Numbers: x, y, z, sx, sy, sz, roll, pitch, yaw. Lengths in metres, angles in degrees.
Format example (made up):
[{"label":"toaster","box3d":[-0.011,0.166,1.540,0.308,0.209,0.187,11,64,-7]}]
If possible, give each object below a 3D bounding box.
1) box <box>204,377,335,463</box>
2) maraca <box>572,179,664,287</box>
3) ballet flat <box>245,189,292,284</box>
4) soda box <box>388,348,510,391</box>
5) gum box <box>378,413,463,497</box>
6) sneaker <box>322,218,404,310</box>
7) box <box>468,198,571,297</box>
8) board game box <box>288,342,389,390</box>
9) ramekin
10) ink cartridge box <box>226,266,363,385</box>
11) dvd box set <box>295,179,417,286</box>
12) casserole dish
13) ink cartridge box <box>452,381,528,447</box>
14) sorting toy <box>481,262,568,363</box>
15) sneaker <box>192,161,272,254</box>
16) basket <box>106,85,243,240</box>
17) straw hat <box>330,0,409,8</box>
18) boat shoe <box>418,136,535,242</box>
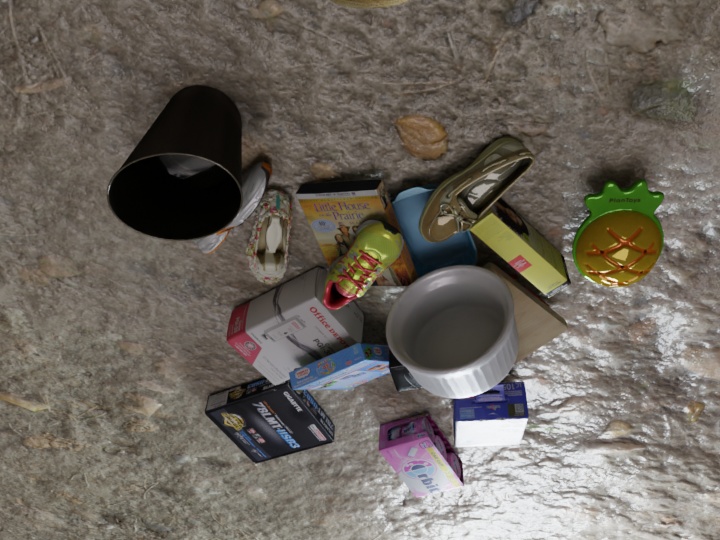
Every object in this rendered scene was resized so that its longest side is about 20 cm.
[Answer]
[{"label":"box","box3d":[-0.182,0.305,1.518,0.197,0.050,0.200,-18,128,18]},{"label":"maraca","box3d":[0.398,-0.055,1.141,0.136,0.107,0.201,-3,130,6]},{"label":"ballet flat","box3d":[-0.149,-0.040,1.206,0.075,0.064,0.201,-1,132,-10]},{"label":"soda box","box3d":[0.150,0.147,1.259,0.199,0.071,0.064,-11,128,13]},{"label":"gum box","box3d":[0.127,0.389,1.561,0.113,0.066,0.200,-20,127,20]},{"label":"sneaker","box3d":[0.000,0.000,1.146,0.078,0.091,0.200,32,138,-7]},{"label":"box","box3d":[0.253,-0.043,1.181,0.200,0.076,0.050,37,123,-27]},{"label":"board game box","box3d":[-0.013,0.176,1.336,0.151,0.037,0.200,-25,160,22]},{"label":"ramekin","box3d":[0.147,0.098,1.140,0.199,0.201,0.098,-15,135,15]},{"label":"ink cartridge box","box3d":[-0.114,0.102,1.315,0.199,0.083,0.147,-26,125,23]},{"label":"dvd box set","box3d":[-0.003,-0.055,1.183,0.145,0.029,0.201,1,134,27]},{"label":"casserole dish","box3d":[0.114,-0.063,1.193,0.120,0.039,0.200,-17,128,17]},{"label":"ink cartridge box","box3d":[0.245,0.272,1.410,0.135,0.077,0.200,-4,152,5]},{"label":"sorting toy","box3d":[0.217,0.080,1.291,0.198,0.070,0.200,35,124,-24]},{"label":"sneaker","box3d":[-0.219,-0.109,1.149,0.092,0.076,0.200,37,122,-21]},{"label":"basket","box3d":[-0.233,-0.157,1.021,0.179,0.201,0.137,-8,131,10]},{"label":"straw hat","box3d":[0.012,-0.412,0.868,0.200,0.085,0.202,-8,139,-7]},{"label":"boat shoe","box3d":[0.170,-0.112,1.097,0.200,0.063,0.073,-41,122,9]}]
